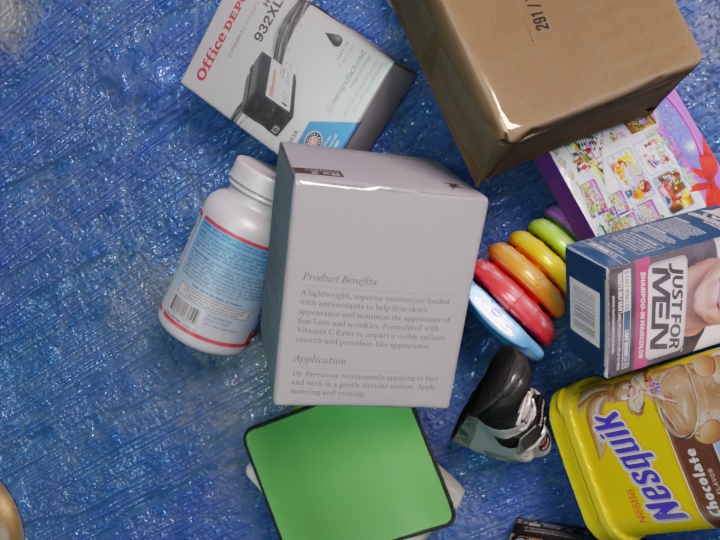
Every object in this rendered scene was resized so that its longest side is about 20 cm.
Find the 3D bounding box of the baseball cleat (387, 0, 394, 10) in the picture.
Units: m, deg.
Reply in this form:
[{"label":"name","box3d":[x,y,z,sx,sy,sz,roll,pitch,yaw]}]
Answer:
[{"label":"baseball cleat","box3d":[0.075,-0.250,0.719,0.069,0.106,0.202,-7,80,-21]}]

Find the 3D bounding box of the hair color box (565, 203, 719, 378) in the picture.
[{"label":"hair color box","box3d":[0.273,0.010,0.621,0.199,0.061,0.101,-15,114,-15]}]

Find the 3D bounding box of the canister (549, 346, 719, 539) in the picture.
[{"label":"canister","box3d":[0.277,0.147,0.635,0.200,0.086,0.150,-31,73,48]}]

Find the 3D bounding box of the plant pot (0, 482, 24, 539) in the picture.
[{"label":"plant pot","box3d":[-0.559,0.370,1.042,0.198,0.027,0.202,2,96,20]}]

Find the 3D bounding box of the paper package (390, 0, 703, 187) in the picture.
[{"label":"paper package","box3d":[0.144,-0.203,0.608,0.189,0.104,0.201,-22,80,-10]}]

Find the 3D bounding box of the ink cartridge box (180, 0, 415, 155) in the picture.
[{"label":"ink cartridge box","box3d":[-0.067,-0.203,0.781,0.200,0.084,0.146,37,107,13]}]

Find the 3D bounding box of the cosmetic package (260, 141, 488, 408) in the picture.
[{"label":"cosmetic package","box3d":[0.000,0.000,0.687,0.163,0.165,0.202,4,108,-13]}]

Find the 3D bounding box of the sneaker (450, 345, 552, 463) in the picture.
[{"label":"sneaker","box3d":[0.146,0.133,0.693,0.088,0.200,0.074,27,68,11]}]

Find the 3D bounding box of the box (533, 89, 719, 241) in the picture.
[{"label":"box","box3d":[0.226,-0.120,0.669,0.136,0.039,0.201,-25,81,-8]}]

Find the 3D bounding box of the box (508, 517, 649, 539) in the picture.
[{"label":"box","box3d":[0.223,0.290,0.660,0.198,0.193,0.048,4,97,19]}]

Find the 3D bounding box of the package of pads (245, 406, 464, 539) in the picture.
[{"label":"package of pads","box3d":[-0.011,0.230,0.808,0.200,0.068,0.155,43,106,13]}]

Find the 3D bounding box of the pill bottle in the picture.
[{"label":"pill bottle","box3d":[-0.135,-0.017,0.809,0.108,0.109,0.201,31,104,15]}]

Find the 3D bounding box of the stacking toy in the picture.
[{"label":"stacking toy","box3d":[0.188,-0.017,0.708,0.200,0.110,0.116,-45,81,3]}]

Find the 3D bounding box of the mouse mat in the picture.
[{"label":"mouse mat","box3d":[-0.016,0.212,0.769,0.199,0.008,0.162,-23,86,18]}]
